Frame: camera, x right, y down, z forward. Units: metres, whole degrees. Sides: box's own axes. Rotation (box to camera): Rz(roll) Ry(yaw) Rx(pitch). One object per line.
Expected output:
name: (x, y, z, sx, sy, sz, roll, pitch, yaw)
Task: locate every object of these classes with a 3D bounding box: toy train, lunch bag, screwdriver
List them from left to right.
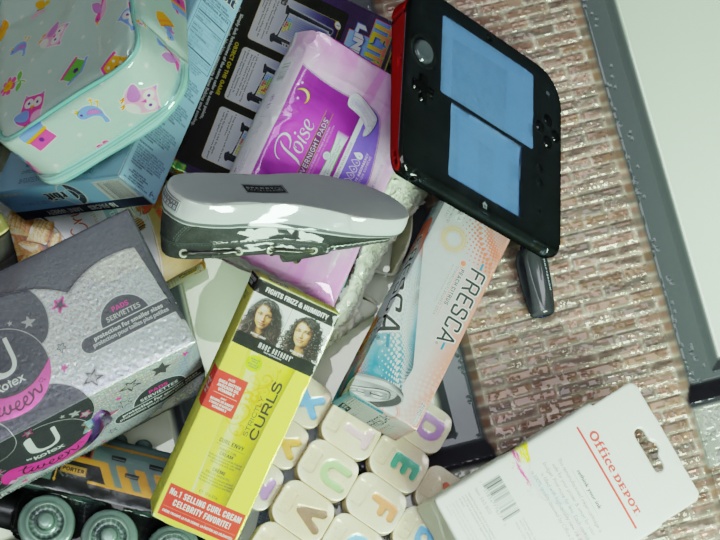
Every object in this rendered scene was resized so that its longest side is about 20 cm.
lunch bag: (-0.212, -0.171, 1.215, 0.159, 0.077, 0.201, -31, 43, 20)
toy train: (-0.194, 0.190, 1.276, 0.197, 0.085, 0.115, 13, 69, 0)
screwdriver: (0.141, -0.058, 1.363, 0.029, 0.028, 0.203, 1, 76, -33)

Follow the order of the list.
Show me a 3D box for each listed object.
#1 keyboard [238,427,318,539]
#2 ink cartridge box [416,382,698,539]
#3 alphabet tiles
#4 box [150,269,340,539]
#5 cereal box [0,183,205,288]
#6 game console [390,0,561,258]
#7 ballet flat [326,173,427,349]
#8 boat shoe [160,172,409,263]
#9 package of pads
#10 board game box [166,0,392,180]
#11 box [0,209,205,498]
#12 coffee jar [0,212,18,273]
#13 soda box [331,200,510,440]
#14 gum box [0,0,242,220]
keyboard: (-0.074, 0.207, 1.289, 0.056, 0.011, 0.202, 22, 72, -34)
ink cartridge box: (0.162, 0.190, 1.285, 0.199, 0.068, 0.116, -28, 83, -16)
alphabet tiles: (-0.008, 0.178, 1.289, 0.195, 0.015, 0.201, 35, 67, -6)
box: (-0.091, 0.107, 1.216, 0.075, 0.050, 0.202, 25, 93, -10)
cereal box: (-0.250, -0.019, 1.333, 0.199, 0.040, 0.145, -29, 81, -8)
game console: (0.099, -0.122, 1.297, 0.199, 0.031, 0.179, 26, 52, -38)
ballet flat: (0.000, 0.000, 1.330, 0.071, 0.072, 0.202, 27, 81, 3)
boat shoe: (-0.060, -0.036, 1.197, 0.198, 0.069, 0.057, 3, 120, -24)
package of pads: (-0.041, -0.079, 1.273, 0.120, 0.076, 0.202, 28, 78, -17)
board game box: (-0.076, -0.149, 1.339, 0.164, 0.057, 0.202, 24, 78, -14)
box: (-0.234, 0.068, 1.222, 0.198, 0.115, 0.133, -27, 69, -10)
coffee jar: (-0.343, -0.069, 1.211, 0.103, 0.085, 0.202, -27, 104, -18)
soda box: (0.053, 0.036, 1.304, 0.068, 0.064, 0.201, 30, 70, -6)
gum box: (-0.198, -0.142, 1.277, 0.044, 0.169, 0.202, 41, 59, -38)
